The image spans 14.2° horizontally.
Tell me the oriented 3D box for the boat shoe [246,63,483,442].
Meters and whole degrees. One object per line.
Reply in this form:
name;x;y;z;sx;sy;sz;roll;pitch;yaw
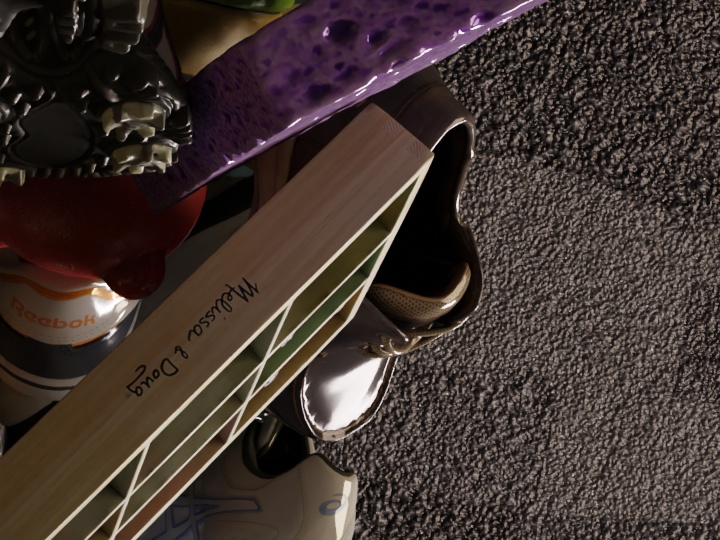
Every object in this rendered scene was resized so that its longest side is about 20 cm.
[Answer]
boat shoe;0.000;0.000;1.020;0.074;0.073;0.200;-35;149;-27

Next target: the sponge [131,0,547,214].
sponge;-0.001;-0.063;0.820;0.030;0.111;0.200;62;-15;-3

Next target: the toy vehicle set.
toy vehicle set;-0.062;0.045;0.894;0.200;0.026;0.124;-45;171;-26

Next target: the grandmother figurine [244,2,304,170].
grandmother figurine;-0.076;-0.087;1.239;0.122;0.060;0.200;-61;-154;0

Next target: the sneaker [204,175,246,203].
sneaker;-0.069;0.043;1.248;0.200;0.099;0.078;-54;-160;33

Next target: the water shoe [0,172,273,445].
water shoe;-0.049;0.017;1.117;0.079;0.200;0.071;61;-12;-13

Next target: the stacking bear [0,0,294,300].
stacking bear;-0.071;-0.094;0.941;0.114;0.121;0.201;-21;128;-74

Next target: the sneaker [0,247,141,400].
sneaker;-0.090;-0.056;1.056;0.079;0.078;0.201;112;-13;-62

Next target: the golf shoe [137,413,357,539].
golf shoe;-0.045;0.099;1.154;0.098;0.078;0.200;-66;-157;0

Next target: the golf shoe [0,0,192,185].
golf shoe;-0.081;-0.081;0.752;0.200;0.077;0.089;103;-14;-70

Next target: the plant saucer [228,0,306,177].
plant saucer;-0.021;-0.056;1.244;0.201;0.039;0.202;23;-64;58
